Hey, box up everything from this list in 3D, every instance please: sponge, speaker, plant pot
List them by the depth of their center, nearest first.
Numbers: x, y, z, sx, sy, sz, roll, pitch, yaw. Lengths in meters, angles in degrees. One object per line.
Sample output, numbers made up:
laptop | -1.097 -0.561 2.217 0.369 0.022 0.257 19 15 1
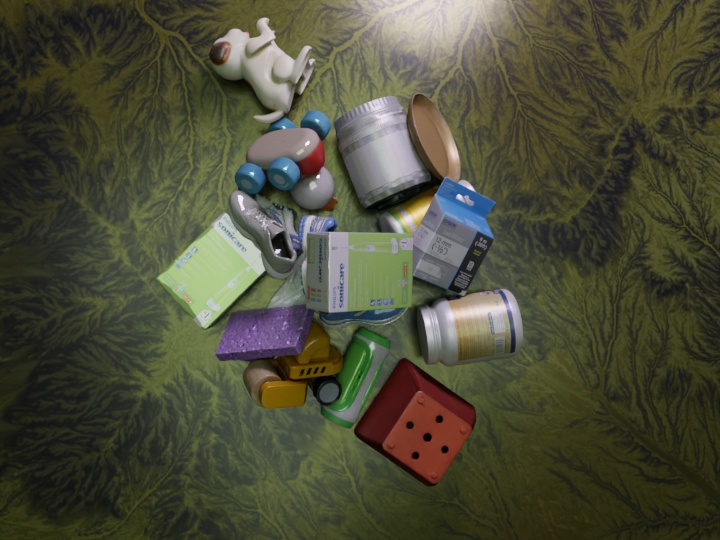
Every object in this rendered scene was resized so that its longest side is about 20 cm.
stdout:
sponge | -0.195 0.126 1.397 0.198 0.112 0.030 -8 134 26
plant pot | 0.123 0.324 1.413 0.199 0.176 0.201 35 86 -2
plant pot | 0.150 -0.272 1.438 0.027 0.200 0.202 -21 90 28
speaker | -0.010 0.225 1.453 0.088 0.088 0.202 26 87 -3

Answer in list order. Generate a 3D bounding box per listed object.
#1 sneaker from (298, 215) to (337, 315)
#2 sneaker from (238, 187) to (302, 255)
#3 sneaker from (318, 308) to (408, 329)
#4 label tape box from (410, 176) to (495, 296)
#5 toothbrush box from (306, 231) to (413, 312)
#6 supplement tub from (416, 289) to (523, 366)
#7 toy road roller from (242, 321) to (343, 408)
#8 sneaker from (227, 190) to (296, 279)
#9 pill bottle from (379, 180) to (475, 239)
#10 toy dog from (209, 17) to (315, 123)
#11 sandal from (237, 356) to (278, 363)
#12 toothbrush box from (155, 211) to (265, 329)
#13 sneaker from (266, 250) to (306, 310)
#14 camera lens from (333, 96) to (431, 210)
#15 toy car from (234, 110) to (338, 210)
sneaker | -0.071 -0.013 1.367 0.084 0.077 0.202 -7 87 16
sneaker | -0.184 -0.113 1.465 0.085 0.077 0.201 -37 98 -14
sneaker | 0.008 0.066 1.430 0.198 0.090 0.079 -11 47 -2
label tape box | 0.189 -0.065 1.388 0.142 0.066 0.201 21 103 -31
toothbrush box | 0.000 0.000 1.318 0.198 0.086 0.147 -2 94 -37
supplement tub | 0.225 0.122 1.440 0.198 0.144 0.146 -8 89 -4
toy road roller | -0.132 0.187 1.394 0.198 0.123 0.148 -3 108 -23
sneaker | -0.186 -0.084 1.362 0.075 0.092 0.201 -35 87 -31
pill bottle | 0.150 -0.111 1.453 0.199 0.111 0.112 -28 90 -12
toy dog | -0.216 -0.425 1.444 0.199 0.140 0.195 27 101 1
sandal | -0.194 0.168 1.460 0.200 0.050 0.083 -4 89 -4
toothbrush box | -0.297 0.001 1.433 0.146 0.086 0.200 45 87 -2
sneaker | -0.121 0.025 1.461 0.080 0.070 0.201 31 94 -1
camera lens | 0.046 -0.237 1.430 0.159 0.160 0.202 -22 90 -4
toy car | -0.128 -0.192 1.439 0.201 0.175 0.185 58 44 -36
